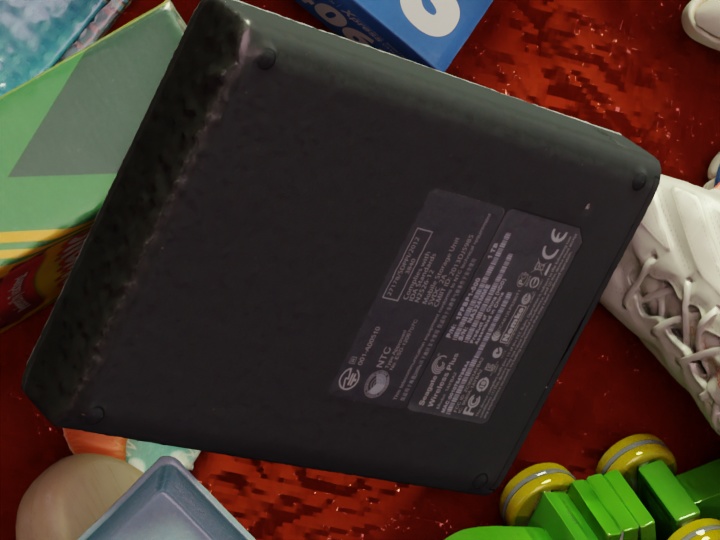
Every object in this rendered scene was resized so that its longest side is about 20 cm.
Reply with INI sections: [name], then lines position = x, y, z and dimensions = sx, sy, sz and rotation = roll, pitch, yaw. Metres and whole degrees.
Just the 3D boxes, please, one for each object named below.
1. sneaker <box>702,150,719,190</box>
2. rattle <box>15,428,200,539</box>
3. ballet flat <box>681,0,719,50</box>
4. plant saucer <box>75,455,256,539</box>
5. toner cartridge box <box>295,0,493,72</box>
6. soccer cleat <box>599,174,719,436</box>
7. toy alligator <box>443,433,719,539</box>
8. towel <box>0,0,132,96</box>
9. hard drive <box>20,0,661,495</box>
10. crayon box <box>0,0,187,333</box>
[sneaker]
position = 0.227, 0.001, 0.849
dimensions = 0.199, 0.089, 0.079
rotation = 19, 83, -7
[rattle]
position = -0.094, 0.133, 0.813
dimensions = 0.130, 0.143, 0.200
rotation = -10, 61, -28
[ballet flat]
position = 0.137, -0.124, 0.863
dimensions = 0.065, 0.071, 0.200
rotation = -30, 83, 0
[plant saucer]
position = -0.017, 0.153, 0.733
dimensions = 0.200, 0.019, 0.070
rotation = 46, 65, 1
[toner cartridge box]
position = -0.027, -0.165, 0.823
dimensions = 0.200, 0.043, 0.095
rotation = 38, 75, -16
[soccer cleat]
position = 0.140, 0.032, 0.817
dimensions = 0.200, 0.069, 0.078
rotation = 36, 57, 15
[toy alligator]
position = 0.118, 0.096, 0.844
dimensions = 0.199, 0.059, 0.054
rotation = -14, 132, -18
[towel]
position = -0.125, -0.162, 0.838
dimensions = 0.147, 0.022, 0.200
rotation = 39, 79, -5
[hard drive]
position = 0.000, 0.000, 0.760
dimensions = 0.200, 0.033, 0.140
rotation = 14, 108, -44
[crayon box]
position = -0.138, -0.005, 0.767
dimensions = 0.200, 0.127, 0.051
rotation = -31, 86, -10
